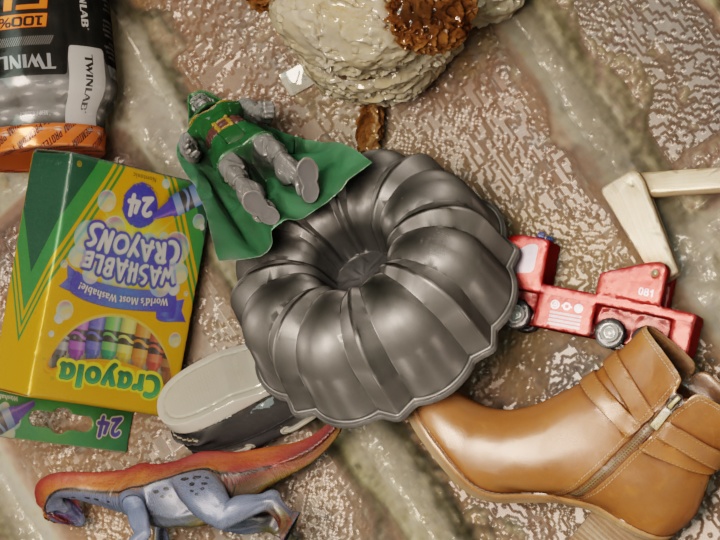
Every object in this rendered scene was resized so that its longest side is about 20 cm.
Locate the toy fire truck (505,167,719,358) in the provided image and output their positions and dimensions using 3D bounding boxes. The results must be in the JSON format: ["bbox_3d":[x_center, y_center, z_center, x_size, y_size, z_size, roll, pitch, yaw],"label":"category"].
[{"bbox_3d":[0.189,-0.014,1.402,0.200,0.049,0.141,12,87,17],"label":"toy fire truck"}]

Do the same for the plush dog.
[{"bbox_3d":[-0.003,-0.168,1.404,0.200,0.172,0.161,13,88,15],"label":"plush dog"}]

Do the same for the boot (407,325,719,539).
[{"bbox_3d":[0.142,0.094,1.374,0.200,0.074,0.155,34,114,1],"label":"boot"}]

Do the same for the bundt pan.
[{"bbox_3d":[0.000,0.000,1.392,0.202,0.076,0.202,-14,51,18],"label":"bundt pan"}]

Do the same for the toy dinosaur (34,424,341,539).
[{"bbox_3d":[-0.129,0.156,1.449,0.181,0.105,0.200,25,80,10],"label":"toy dinosaur"}]

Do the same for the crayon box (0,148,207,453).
[{"bbox_3d":[-0.181,0.026,1.455,0.052,0.126,0.200,8,87,48],"label":"crayon box"}]

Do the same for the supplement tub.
[{"bbox_3d":[-0.239,-0.176,1.494,0.122,0.123,0.200,-9,83,14],"label":"supplement tub"}]

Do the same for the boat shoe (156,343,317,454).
[{"bbox_3d":[-0.041,0.075,1.450,0.200,0.060,0.074,-26,43,7],"label":"boat shoe"}]

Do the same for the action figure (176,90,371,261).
[{"bbox_3d":[-0.082,-0.082,1.429,0.118,0.200,0.055,-30,119,-9],"label":"action figure"}]
